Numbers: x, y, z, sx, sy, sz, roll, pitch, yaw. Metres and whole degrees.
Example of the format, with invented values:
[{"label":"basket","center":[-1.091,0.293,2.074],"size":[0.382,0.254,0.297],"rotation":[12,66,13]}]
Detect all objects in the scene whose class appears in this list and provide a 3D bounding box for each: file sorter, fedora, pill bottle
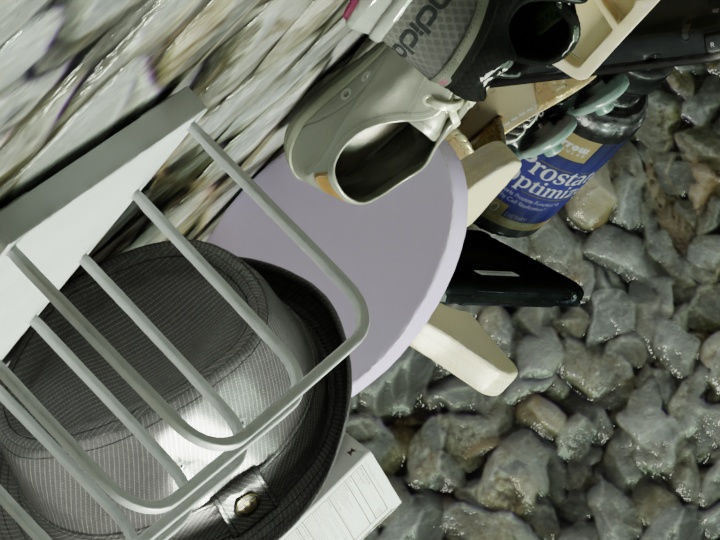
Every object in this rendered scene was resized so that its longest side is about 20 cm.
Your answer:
[{"label":"file sorter","center":[-0.114,0.054,1.131],"size":[0.200,0.125,0.139],"rotation":[-46,175,39]},{"label":"fedora","center":[-0.103,0.059,1.314],"size":[0.200,0.177,0.090],"rotation":[-29,144,-1]},{"label":"pill bottle","center":[0.153,-0.124,2.211],"size":[0.200,0.112,0.112],"rotation":[-47,175,40]}]

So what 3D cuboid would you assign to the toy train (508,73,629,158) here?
[{"label":"toy train","center":[0.123,-0.138,1.877],"size":[0.200,0.085,0.114],"rotation":[-40,-162,-28]}]

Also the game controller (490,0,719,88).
[{"label":"game controller","center":[0.143,-0.144,1.630],"size":[0.200,0.042,0.104],"rotation":[-4,-156,28]}]

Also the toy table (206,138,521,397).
[{"label":"toy table","center":[0.000,0.000,1.580],"size":[0.200,0.184,0.117],"rotation":[-36,163,23]}]

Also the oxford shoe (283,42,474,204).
[{"label":"oxford shoe","center":[0.045,-0.106,1.446],"size":[0.200,0.058,0.075],"rotation":[-44,138,12]}]

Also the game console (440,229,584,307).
[{"label":"game console","center":[0.039,0.029,2.168],"size":[0.200,0.176,0.117],"rotation":[1,113,-51]}]

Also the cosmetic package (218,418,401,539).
[{"label":"cosmetic package","center":[-0.077,0.080,1.391],"size":[0.083,0.200,0.051],"rotation":[-42,137,-15]}]

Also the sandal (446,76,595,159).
[{"label":"sandal","center":[0.060,-0.088,1.672],"size":[0.212,0.078,0.070],"rotation":[-37,-175,-5]}]

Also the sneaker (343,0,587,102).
[{"label":"sneaker","center":[0.073,-0.137,1.316],"size":[0.074,0.087,0.200],"rotation":[-47,176,41]}]

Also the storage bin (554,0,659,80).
[{"label":"storage bin","center":[0.179,-0.220,1.503],"size":[0.200,0.094,0.199],"rotation":[-41,175,-42]}]

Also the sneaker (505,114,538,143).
[{"label":"sneaker","center":[0.094,-0.133,1.754],"size":[0.200,0.077,0.085],"rotation":[-43,-176,-4]}]
